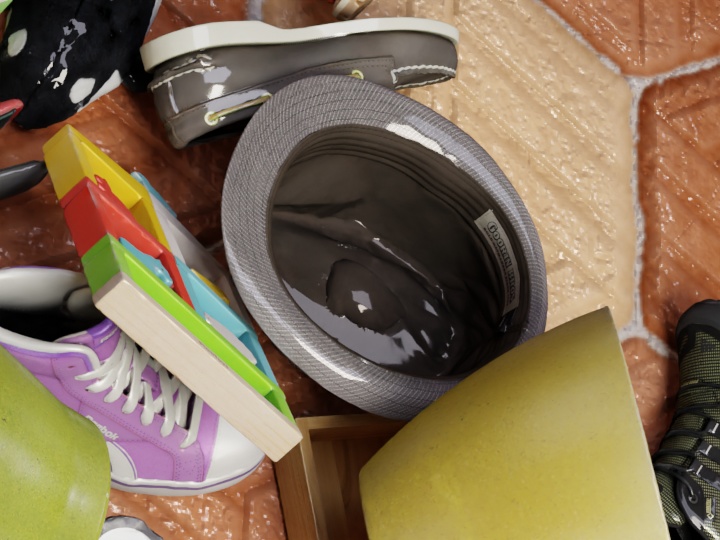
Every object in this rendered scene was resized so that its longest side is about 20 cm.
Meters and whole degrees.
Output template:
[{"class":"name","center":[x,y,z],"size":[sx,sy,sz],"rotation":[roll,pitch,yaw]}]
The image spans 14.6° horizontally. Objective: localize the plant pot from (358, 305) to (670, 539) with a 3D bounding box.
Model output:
[{"class":"plant pot","center":[0.079,0.132,1.388],"size":[0.141,0.200,0.201],"rotation":[-14,76,4]}]

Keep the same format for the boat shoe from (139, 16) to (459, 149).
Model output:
[{"class":"boat shoe","center":[-0.027,-0.100,1.513],"size":[0.201,0.072,0.061],"rotation":[-6,80,-36]}]

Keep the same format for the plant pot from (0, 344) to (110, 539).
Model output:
[{"class":"plant pot","center":[-0.225,0.088,1.274],"size":[0.193,0.200,0.201],"rotation":[30,58,-31]}]

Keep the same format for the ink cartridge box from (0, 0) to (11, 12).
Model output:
[{"class":"ink cartridge box","center":[-0.221,-0.176,1.356],"size":[0.145,0.200,0.084],"rotation":[-17,80,-33]}]

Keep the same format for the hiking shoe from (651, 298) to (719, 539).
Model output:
[{"class":"hiking shoe","center":[0.193,0.111,1.555],"size":[0.100,0.076,0.201],"rotation":[3,71,-32]}]

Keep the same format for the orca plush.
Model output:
[{"class":"orca plush","center":[-0.119,-0.158,1.485],"size":[0.200,0.071,0.105],"rotation":[-40,93,-34]}]

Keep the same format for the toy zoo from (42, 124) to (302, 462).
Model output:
[{"class":"toy zoo","center":[-0.098,0.002,1.391],"size":[0.131,0.020,0.200],"rotation":[44,10,-31]}]

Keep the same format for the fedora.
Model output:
[{"class":"fedora","center":[0.000,0.000,1.479],"size":[0.200,0.090,0.177],"rotation":[26,61,-18]}]

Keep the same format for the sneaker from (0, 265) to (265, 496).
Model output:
[{"class":"sneaker","center":[-0.119,0.054,1.378],"size":[0.200,0.114,0.073],"rotation":[17,62,-25]}]

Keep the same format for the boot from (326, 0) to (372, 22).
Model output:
[{"class":"boot","center":[-0.004,-0.228,1.583],"size":[0.107,0.075,0.200],"rotation":[30,51,-13]}]

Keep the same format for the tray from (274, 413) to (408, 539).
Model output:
[{"class":"tray","center":[0.019,0.175,1.457],"size":[0.098,0.037,0.201],"rotation":[-2,73,-30]}]

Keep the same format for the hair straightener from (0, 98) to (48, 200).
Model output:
[{"class":"hair straightener","center":[-0.236,-0.017,1.382],"size":[0.200,0.041,0.077],"rotation":[-25,85,-34]}]

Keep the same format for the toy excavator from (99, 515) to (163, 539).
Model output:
[{"class":"toy excavator","center":[-0.095,0.238,1.345],"size":[0.194,0.100,0.201],"rotation":[23,75,-20]}]
